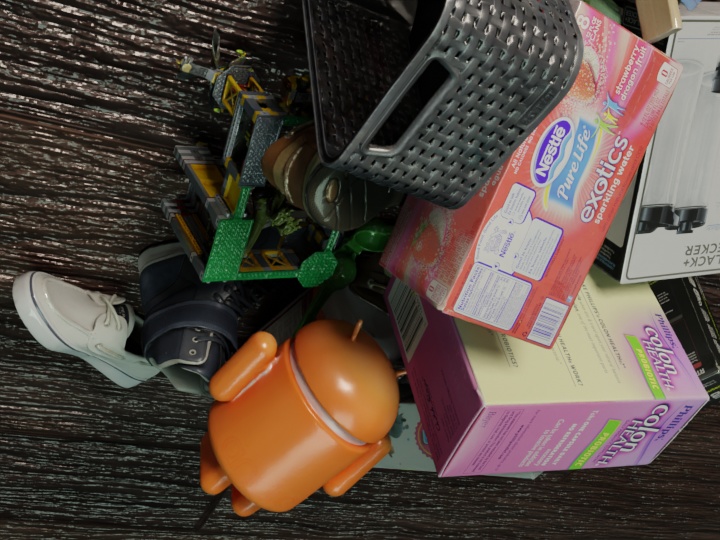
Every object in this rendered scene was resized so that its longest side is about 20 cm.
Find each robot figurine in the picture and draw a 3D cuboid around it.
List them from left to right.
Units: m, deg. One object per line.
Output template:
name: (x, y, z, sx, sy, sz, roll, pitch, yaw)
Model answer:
robot figurine: (-0.047, 0.122, 0.779, 0.199, 0.145, 0.116, -39, 171, 16)

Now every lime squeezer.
lime squeezer: (0.000, 0.000, 0.816, 0.199, 0.071, 0.038, -39, 147, 18)

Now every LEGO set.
LEGO set: (-0.076, -0.087, 0.727, 0.151, 0.116, 0.202, -11, 134, -30)

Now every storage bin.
storage bin: (0.039, -0.156, 0.555, 0.092, 0.203, 0.135, 15, 138, -28)

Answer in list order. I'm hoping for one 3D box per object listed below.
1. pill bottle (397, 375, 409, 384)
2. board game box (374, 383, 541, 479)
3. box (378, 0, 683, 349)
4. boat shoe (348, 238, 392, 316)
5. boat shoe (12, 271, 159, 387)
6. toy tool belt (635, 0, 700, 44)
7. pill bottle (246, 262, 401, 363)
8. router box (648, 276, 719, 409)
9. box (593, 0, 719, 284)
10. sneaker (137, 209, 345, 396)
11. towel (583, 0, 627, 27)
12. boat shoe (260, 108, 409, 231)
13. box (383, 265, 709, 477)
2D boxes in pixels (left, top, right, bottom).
pill bottle: (0.124, 0.105, 0.990, 0.110, 0.112, 0.199, 26, 132, -37)
board game box: (0.086, 0.144, 0.868, 0.197, 0.066, 0.147, -4, 179, 27)
box: (0.106, -0.066, 0.607, 0.101, 0.095, 0.203, 18, 100, -31)
boat shoe: (0.074, 0.052, 0.862, 0.201, 0.075, 0.075, 36, 154, 3)
boat shoe: (-0.246, 0.053, 0.885, 0.065, 0.073, 0.200, -23, 142, 12)
toy tool belt: (0.230, -0.238, 0.551, 0.123, 0.125, 0.200, 18, 135, -31)
pill bottle: (-0.052, 0.087, 0.932, 0.108, 0.111, 0.199, 23, 133, -35)
router box: (0.275, 0.091, 0.967, 0.199, 0.152, 0.062, -34, 137, 30)
box: (0.245, -0.097, 0.706, 0.115, 0.060, 0.204, -4, 116, -21)
sneaker: (-0.102, 0.032, 0.823, 0.199, 0.148, 0.077, -16, 141, 7)
towel: (0.206, -0.112, 0.729, 0.198, 0.031, 0.151, 22, 101, -33)
boat shoe: (0.009, -0.083, 0.646, 0.199, 0.073, 0.077, -17, 125, -54)
box: (0.140, 0.058, 0.741, 0.196, 0.178, 0.097, 1, 138, -21)
